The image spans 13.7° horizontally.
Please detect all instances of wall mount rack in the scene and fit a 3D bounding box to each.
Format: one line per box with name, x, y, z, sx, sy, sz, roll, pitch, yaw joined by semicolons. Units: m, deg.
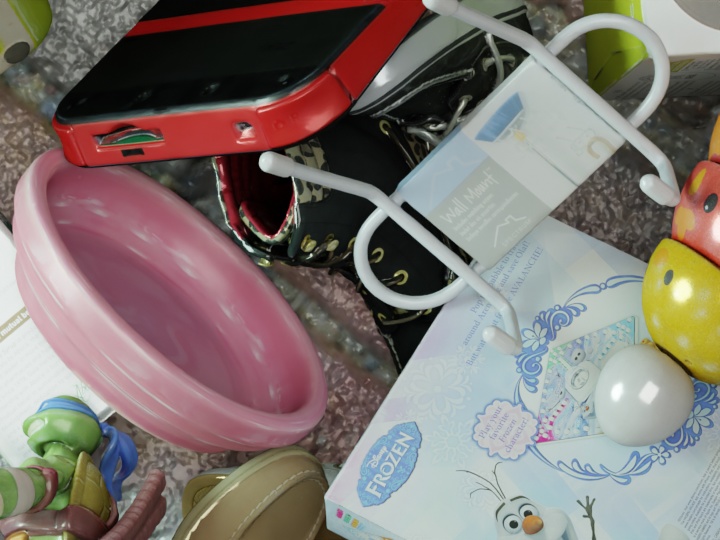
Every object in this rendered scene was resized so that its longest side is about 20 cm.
wall mount rack;0.054;-0.056;1.468;0.174;0.075;0.200;39;111;-19

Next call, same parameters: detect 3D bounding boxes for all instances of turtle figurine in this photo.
turtle figurine;-0.199;0.148;1.493;0.199;0.144;0.195;23;53;-39

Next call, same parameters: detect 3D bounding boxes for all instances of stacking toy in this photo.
stacking toy;0.189;0.007;1.486;0.146;0.146;0.200;41;83;-2

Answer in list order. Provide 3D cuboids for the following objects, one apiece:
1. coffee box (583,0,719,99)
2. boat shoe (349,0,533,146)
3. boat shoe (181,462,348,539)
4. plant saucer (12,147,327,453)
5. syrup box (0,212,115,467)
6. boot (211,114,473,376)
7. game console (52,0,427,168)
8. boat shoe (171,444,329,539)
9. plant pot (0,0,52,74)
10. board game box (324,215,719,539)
coffee box;0.221;-0.203;1.587;0.197;0.200;0.201;-4;88;-4
boat shoe;0.046;-0.100;1.584;0.073;0.199;0.068;-26;93;23
boat shoe;0.004;0.137;1.628;0.199;0.069;0.071;11;120;13
plant saucer;-0.107;0.023;1.566;0.200;0.201;0.051;43;108;-2
syrup box;-0.210;0.011;1.607;0.081;0.079;0.200;-38;91;-3
boot;-0.001;0.000;1.584;0.073;0.153;0.205;-18;83;35
game console;-0.052;-0.118;1.549;0.177;0.199;0.031;-49;123;-37
boat shoe;-0.073;0.181;1.542;0.200;0.064;0.071;-53;134;-11
plant pot;-0.280;-0.169;1.520;0.199;0.199;0.182;-33;60;-4
board game box;0.116;0.088;1.524;0.198;0.043;0.200;27;66;14
